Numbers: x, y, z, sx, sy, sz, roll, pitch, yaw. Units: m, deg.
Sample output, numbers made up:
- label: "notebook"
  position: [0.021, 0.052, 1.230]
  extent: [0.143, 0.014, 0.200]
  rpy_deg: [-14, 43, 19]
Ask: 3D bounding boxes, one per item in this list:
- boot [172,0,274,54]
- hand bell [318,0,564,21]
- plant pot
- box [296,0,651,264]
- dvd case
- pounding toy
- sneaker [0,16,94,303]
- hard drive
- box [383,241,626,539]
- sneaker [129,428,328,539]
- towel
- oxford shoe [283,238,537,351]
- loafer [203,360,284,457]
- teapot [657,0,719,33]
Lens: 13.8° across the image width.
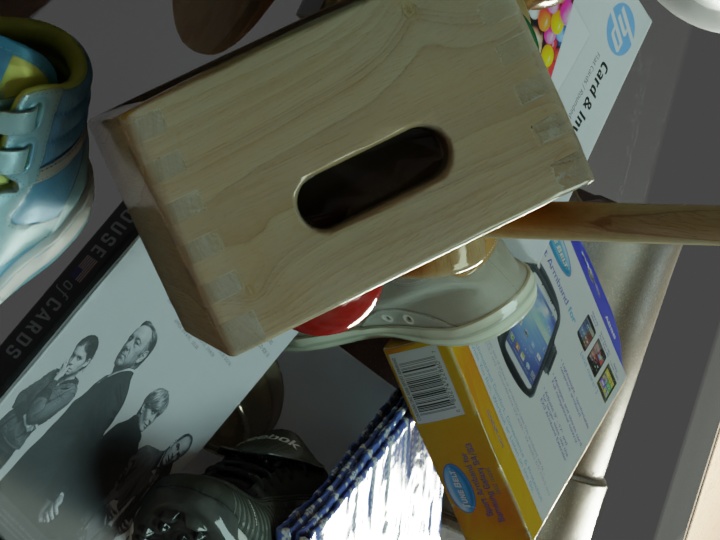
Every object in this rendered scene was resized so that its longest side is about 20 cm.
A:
- label: "boot"
  position: [0.008, -0.172, 1.308]
  extent: [0.144, 0.071, 0.202]
  rpy_deg: [19, 96, -48]
- label: "hand bell"
  position: [0.065, -0.124, 1.362]
  extent: [0.200, 0.104, 0.104]
  rpy_deg: [-42, 157, -57]
- label: "plant pot"
  position: [0.076, 0.039, 1.686]
  extent: [0.199, 0.200, 0.200]
  rpy_deg: [-67, 159, 4]
- label: "box"
  position: [0.060, -0.122, 1.439]
  extent: [0.200, 0.041, 0.156]
  rpy_deg: [52, 56, -45]
- label: "dvd case"
  position: [-0.101, 0.041, 1.337]
  extent: [0.200, 0.025, 0.150]
  rpy_deg: [-51, 148, -12]
- label: "pounding toy"
  position: [0.017, -0.038, 1.173]
  extent: [0.199, 0.143, 0.184]
  rpy_deg: [-25, -174, -8]
- label: "sneaker"
  position: [-0.172, -0.025, 1.148]
  extent: [0.200, 0.079, 0.131]
  rpy_deg: [-54, 164, -39]
- label: "hard drive"
  position: [-0.062, 0.118, 1.535]
  extent: [0.200, 0.132, 0.025]
  rpy_deg: [-46, 164, -29]
- label: "box"
  position: [0.080, 0.043, 1.522]
  extent: [0.119, 0.041, 0.200]
  rpy_deg: [67, 27, -17]
- label: "sneaker"
  position: [-0.056, 0.111, 1.400]
  extent: [0.200, 0.066, 0.091]
  rpy_deg: [57, 47, -67]
- label: "towel"
  position: [-0.001, 0.141, 1.451]
  extent: [0.200, 0.024, 0.145]
  rpy_deg: [-47, 144, -57]
- label: "oxford shoe"
  position: [0.000, 0.000, 1.444]
  extent: [0.075, 0.200, 0.058]
  rpy_deg: [-50, 121, -33]
- label: "loafer"
  position: [-0.091, 0.034, 1.440]
  extent: [0.068, 0.076, 0.200]
  rpy_deg: [-47, 149, -22]
- label: "teapot"
  position: [0.210, -0.239, 1.615]
  extent: [0.197, 0.200, 0.146]
  rpy_deg: [-39, 132, 5]
